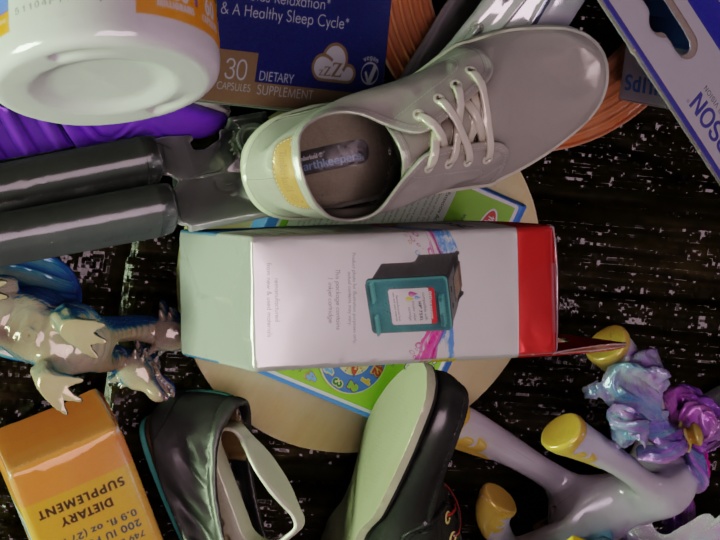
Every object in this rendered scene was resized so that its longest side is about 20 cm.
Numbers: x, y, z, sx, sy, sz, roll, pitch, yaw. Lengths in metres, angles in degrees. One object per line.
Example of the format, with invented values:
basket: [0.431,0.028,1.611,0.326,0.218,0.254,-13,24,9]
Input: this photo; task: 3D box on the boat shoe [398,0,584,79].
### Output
boat shoe: [0.081,-0.158,1.499,0.065,0.074,0.200,27,88,-17]

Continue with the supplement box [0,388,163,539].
supplement box: [-0.128,0.168,1.539,0.066,0.069,0.200,-23,113,-9]

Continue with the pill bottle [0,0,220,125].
pill bottle: [-0.127,-0.179,1.384,0.112,0.112,0.200,2,71,-20]

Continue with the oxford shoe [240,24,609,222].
oxford shoe: [0.039,-0.069,1.442,0.200,0.058,0.075,-18,101,-20]

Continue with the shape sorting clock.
shape sorting clock: [0.000,0.000,1.551,0.200,0.039,0.200,-3,105,-12]

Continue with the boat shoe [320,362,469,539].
boat shoe: [0.022,0.127,1.544,0.063,0.074,0.202,13,129,-9]

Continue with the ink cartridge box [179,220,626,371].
ink cartridge box: [0.021,0.010,1.465,0.200,0.116,0.067,-2,93,-21]

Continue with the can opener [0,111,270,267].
can opener: [-0.113,-0.032,1.455,0.200,0.067,0.053,-11,66,-15]

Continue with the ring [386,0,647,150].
ring: [0.095,-0.162,1.553,0.200,0.019,0.201,-5,107,-18]

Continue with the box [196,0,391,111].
box: [-0.034,-0.179,1.458,0.121,0.032,0.200,3,92,-40]

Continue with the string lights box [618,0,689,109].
string lights box: [0.204,-0.181,1.544,0.103,0.059,0.200,3,97,-32]

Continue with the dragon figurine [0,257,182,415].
dragon figurine: [-0.174,0.022,1.486,0.200,0.099,0.059,21,99,-4]

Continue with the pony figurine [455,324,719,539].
pony figurine: [0.156,0.117,1.583,0.193,0.167,0.200,-26,133,17]

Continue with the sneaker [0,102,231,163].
sneaker: [-0.167,-0.079,1.463,0.200,0.070,0.100,10,114,-25]

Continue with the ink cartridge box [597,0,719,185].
ink cartridge box: [0.186,-0.180,1.472,0.200,0.047,0.198,-46,121,-16]

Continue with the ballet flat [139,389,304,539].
ballet flat: [-0.057,0.157,1.529,0.068,0.068,0.200,-17,95,23]

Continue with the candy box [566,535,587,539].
candy box: [0.099,0.198,1.570,0.102,0.200,0.026,20,57,-24]
